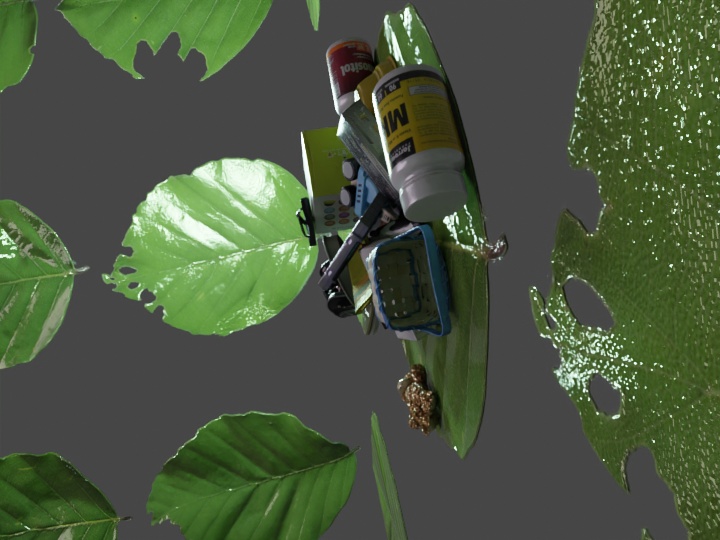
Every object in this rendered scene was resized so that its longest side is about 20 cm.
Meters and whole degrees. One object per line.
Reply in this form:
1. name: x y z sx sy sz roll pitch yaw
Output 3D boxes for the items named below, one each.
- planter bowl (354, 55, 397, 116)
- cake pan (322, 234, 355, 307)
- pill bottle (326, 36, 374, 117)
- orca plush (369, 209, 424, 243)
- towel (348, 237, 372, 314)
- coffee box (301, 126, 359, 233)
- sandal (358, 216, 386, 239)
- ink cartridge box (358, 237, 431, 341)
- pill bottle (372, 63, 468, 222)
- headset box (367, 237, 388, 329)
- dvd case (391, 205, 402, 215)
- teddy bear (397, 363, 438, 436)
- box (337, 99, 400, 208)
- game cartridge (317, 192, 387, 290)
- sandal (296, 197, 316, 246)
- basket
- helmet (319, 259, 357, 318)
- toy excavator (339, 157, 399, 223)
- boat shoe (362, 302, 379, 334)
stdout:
1. planter bowl: 0.034 -0.343 1.295 0.200 0.082 0.205 170 90 -84
2. cake pan: -0.037 -0.005 1.555 0.200 0.036 0.203 -90 -26 -77
3. pill bottle: -0.012 -0.436 1.451 0.113 0.111 0.204 112 148 -78
4. orca plush: 0.075 -0.096 1.227 0.200 0.103 0.073 128 152 -72
5. towel: 0.000 0.000 1.404 0.086 0.018 0.202 -48 35 32
6. coffee box: -0.042 -0.241 1.604 0.199 0.195 0.204 95 165 -66
7. sandal: 0.051 -0.093 1.479 0.208 0.059 0.080 56 -175 -44
8. ink cartridge box: 0.054 0.039 1.236 0.203 0.044 0.176 65 162 -7
9. pill bottle: 0.088 -0.182 0.886 0.115 0.112 0.204 98 162 -70
10. headset box: 0.039 0.022 1.538 0.202 0.074 0.149 62 -177 -26
11. dvd case: 0.086 -0.125 1.425 0.143 0.017 0.204 -150 51 -81
12. teddy bear: 0.130 0.294 1.405 0.201 0.065 0.147 -109 14 -56
13. box: 0.035 -0.224 1.208 0.201 0.048 0.158 52 174 -2
14. game cartridge: -0.016 -0.057 1.272 0.201 0.038 0.130 -55 7 40
15. sandal: -0.146 -0.120 1.630 0.201 0.042 0.077 90 169 -62
16. basket: 0.090 0.017 1.048 0.200 0.136 0.180 180 80 -74
17. helmet: -0.015 0.030 1.804 0.200 0.189 0.201 46 -158 -25
18. toy excavator: 0.048 -0.138 1.335 0.199 0.099 0.198 37 133 41
19. boat shoe: 0.050 0.057 1.411 0.075 0.067 0.204 -124 42 -64
